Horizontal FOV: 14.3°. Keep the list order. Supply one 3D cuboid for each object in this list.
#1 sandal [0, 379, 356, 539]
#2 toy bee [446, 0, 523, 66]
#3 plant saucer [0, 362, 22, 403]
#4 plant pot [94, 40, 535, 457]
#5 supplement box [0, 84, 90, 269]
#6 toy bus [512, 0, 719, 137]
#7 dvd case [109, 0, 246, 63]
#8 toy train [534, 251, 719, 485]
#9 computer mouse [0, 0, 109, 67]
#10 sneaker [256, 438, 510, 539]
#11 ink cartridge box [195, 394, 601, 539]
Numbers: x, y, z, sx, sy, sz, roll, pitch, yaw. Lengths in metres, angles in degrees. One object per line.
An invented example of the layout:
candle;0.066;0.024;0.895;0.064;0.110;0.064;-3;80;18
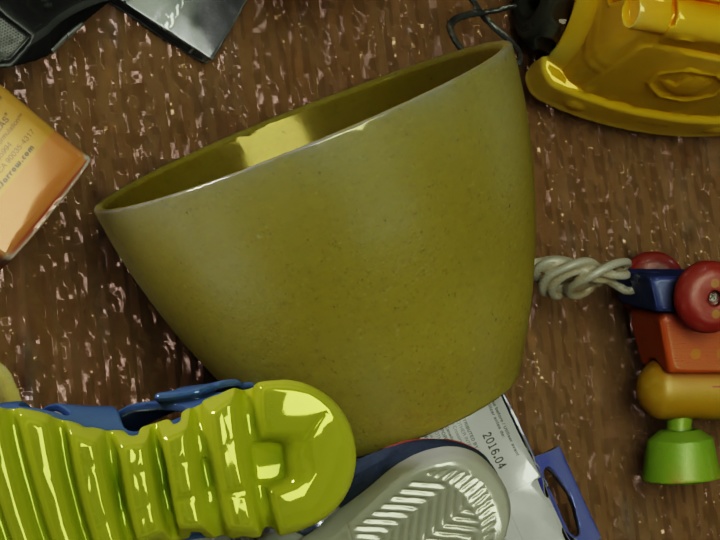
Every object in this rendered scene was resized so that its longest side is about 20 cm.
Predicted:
sandal;-0.102;0.086;1.200;0.199;0.087;0.080;-4;95;-3
toy bee;0.001;-0.188;1.331;0.199;0.109;0.131;11;35;-27
plant saucer;-0.214;0.161;1.228;0.199;0.048;0.201;-25;106;-19
plant pot;0.000;0.000;1.277;0.199;0.200;0.143;-25;99;-19
supplement box;-0.220;-0.085;1.281;0.200;0.067;0.069;39;72;-8
toy bus;0.165;-0.182;1.353;0.135;0.192;0.201;8;76;-14
dvd case;-0.087;-0.221;1.373;0.148;0.016;0.201;32;73;-9
toy train;0.148;0.051;1.370;0.199;0.085;0.117;0;94;-17
computer mouse;-0.182;-0.144;1.275;0.140;0.046;0.200;46;43;-5
sneaker;-0.025;0.137;1.228;0.199;0.085;0.075;-29;100;5
ink cartridge box;0.025;0.142;1.311;0.199;0.076;0.137;-25;88;-18
